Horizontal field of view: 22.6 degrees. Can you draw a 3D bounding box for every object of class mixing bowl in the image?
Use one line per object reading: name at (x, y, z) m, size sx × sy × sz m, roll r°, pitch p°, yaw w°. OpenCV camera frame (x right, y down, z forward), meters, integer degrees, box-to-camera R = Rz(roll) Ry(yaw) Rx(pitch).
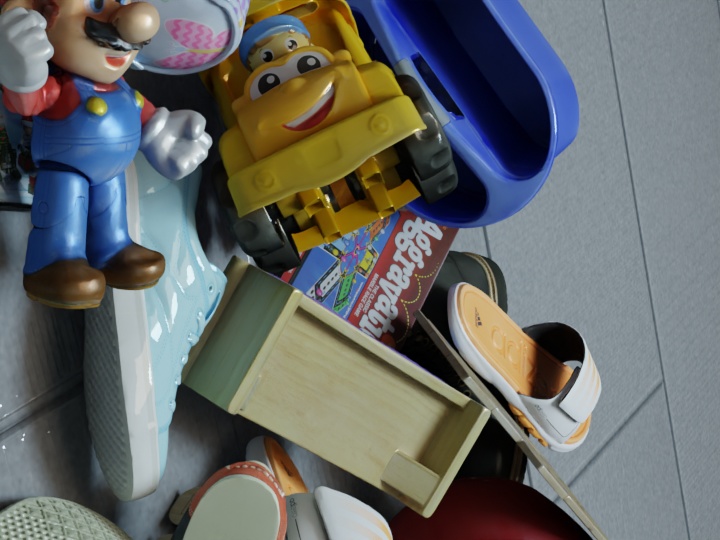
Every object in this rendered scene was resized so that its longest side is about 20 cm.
mixing bowl at (0.081, 0.218, 1.272) m, size 0.200 × 0.200 × 0.109 m, roll 46°, pitch 18°, yaw -48°

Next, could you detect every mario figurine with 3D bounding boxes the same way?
mario figurine at (-0.128, -0.083, 0.902) m, size 0.123 × 0.106 × 0.201 m, roll -113°, pitch -160°, yaw -75°

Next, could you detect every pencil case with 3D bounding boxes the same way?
pencil case at (-0.103, -0.210, 1.022) m, size 0.083 × 0.090 × 0.201 m, roll 48°, pitch 36°, yaw -50°

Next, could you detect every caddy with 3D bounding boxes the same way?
caddy at (0.059, -0.126, 1.248) m, size 0.200 × 0.141 × 0.105 m, roll 55°, pitch 26°, yaw 6°

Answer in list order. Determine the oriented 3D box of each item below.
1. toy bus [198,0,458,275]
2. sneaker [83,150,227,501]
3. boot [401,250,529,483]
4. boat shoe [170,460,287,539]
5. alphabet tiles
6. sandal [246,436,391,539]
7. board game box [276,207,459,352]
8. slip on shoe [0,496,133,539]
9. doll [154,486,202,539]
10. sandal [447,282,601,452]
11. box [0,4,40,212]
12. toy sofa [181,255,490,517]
toy bus at (-0.038, -0.112, 1.067) m, size 0.200 × 0.135 × 0.193 m, roll 52°, pitch 14°, yaw -83°
sneaker at (-0.110, 0.028, 1.014) m, size 0.082 × 0.074 × 0.201 m, roll -1°, pitch 89°, yaw -25°
boot at (0.054, 0.079, 1.330) m, size 0.138 × 0.077 × 0.201 m, roll 14°, pitch 63°, yaw -54°
boat shoe at (-0.100, 0.199, 1.011) m, size 0.201 × 0.071 × 0.063 m, roll -64°, pitch -175°, yaw 4°
alphabet tiles at (0.107, 0.113, 1.232) m, size 0.200 × 0.008 × 0.167 m, roll 49°, pitch 3°, yaw -31°
sandal at (-0.018, 0.155, 1.083) m, size 0.079 × 0.059 × 0.207 m, roll 50°, pitch 7°, yaw -36°
board game box at (0.000, 0.000, 1.242) m, size 0.103 × 0.019 × 0.200 m, roll 43°, pitch 47°, yaw -17°
slip on shoe at (-0.177, 0.166, 0.934) m, size 0.061 × 0.074 × 0.200 m, roll -58°, pitch 165°, yaw 17°
doll at (-0.065, 0.227, 1.124) m, size 0.137 × 0.048 × 0.200 m, roll -60°, pitch 137°, yaw -45°
sandal at (0.136, 0.070, 1.330) m, size 0.207 × 0.059 × 0.079 m, roll 40°, pitch 43°, yaw -45°
box at (-0.210, -0.102, 0.912) m, size 0.200 × 0.040 × 0.137 m, roll 1°, pitch 86°, yaw -60°
toy sofa at (-0.023, 0.069, 1.105) m, size 0.200 × 0.097 × 0.083 m, roll 33°, pitch 86°, yaw -40°
